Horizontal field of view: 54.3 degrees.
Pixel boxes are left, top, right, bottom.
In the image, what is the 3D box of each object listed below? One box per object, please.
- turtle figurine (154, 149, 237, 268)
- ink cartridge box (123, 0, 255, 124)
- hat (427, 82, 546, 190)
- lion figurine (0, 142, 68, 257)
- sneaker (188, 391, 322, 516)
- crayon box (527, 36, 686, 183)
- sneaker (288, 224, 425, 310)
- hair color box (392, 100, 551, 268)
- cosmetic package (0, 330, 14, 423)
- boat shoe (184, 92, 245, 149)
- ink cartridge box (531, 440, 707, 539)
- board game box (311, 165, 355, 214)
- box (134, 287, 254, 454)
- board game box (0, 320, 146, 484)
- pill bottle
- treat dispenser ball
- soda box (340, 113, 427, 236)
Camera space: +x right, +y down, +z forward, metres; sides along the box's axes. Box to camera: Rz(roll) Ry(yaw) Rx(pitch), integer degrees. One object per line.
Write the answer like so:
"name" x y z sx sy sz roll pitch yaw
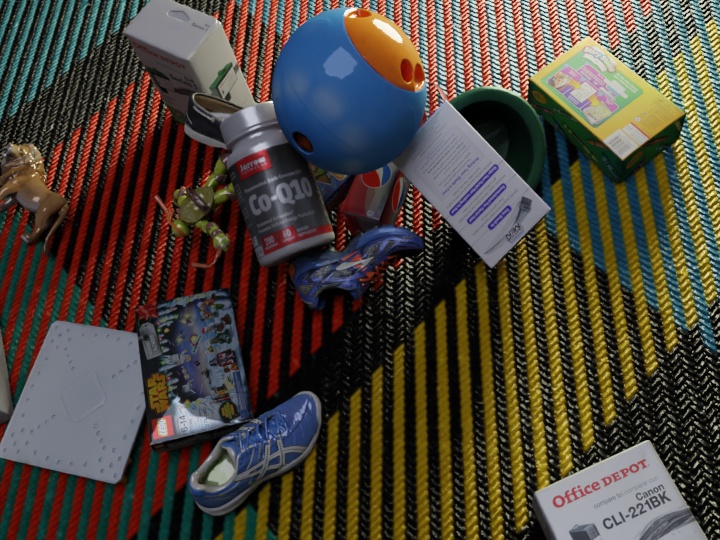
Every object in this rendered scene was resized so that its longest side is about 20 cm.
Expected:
"turtle figurine" -0.237 -0.108 1.057 0.161 0.064 0.200 -46 51 -3
"ink cartridge box" -0.261 -0.310 1.107 0.144 0.201 0.085 27 70 24
"hat" 0.185 -0.192 1.056 0.161 0.176 0.205 -3 100 8
"lion figurine" -0.534 -0.119 1.154 0.199 0.073 0.123 40 66 12
"sneaker" -0.127 0.225 0.875 0.199 0.077 0.076 -42 61 -12
"crayon box" 0.351 -0.236 1.019 0.118 0.059 0.201 -34 61 -7
"sneaker" 0.000 0.000 0.975 0.196 0.075 0.080 -21 69 10
"hair color box" 0.148 -0.115 0.942 0.109 0.065 0.201 -44 82 13
"cosmetic package" -0.600 0.154 1.029 0.148 0.052 0.203 -26 61 0
"boat shoe" -0.165 -0.210 1.044 0.196 0.061 0.075 20 42 1
"ink cartridge box" 0.287 0.306 0.739 0.142 0.084 0.203 -24 60 0
"board game box" -0.106 -0.161 1.092 0.135 0.035 0.199 -44 63 -11
"box" -0.225 0.130 0.949 0.134 0.040 0.203 -12 61 -11
"board game box" -0.382 0.180 0.983 0.195 0.026 0.204 6 64 16
"pill bottle" -0.118 -0.118 0.965 0.112 0.114 0.204 -20 89 1
"treat dispenser ball" -0.014 -0.225 0.891 0.196 0.202 0.205 -5 62 9
"soda box" 0.040 -0.147 1.034 0.062 0.070 0.203 13 67 21
